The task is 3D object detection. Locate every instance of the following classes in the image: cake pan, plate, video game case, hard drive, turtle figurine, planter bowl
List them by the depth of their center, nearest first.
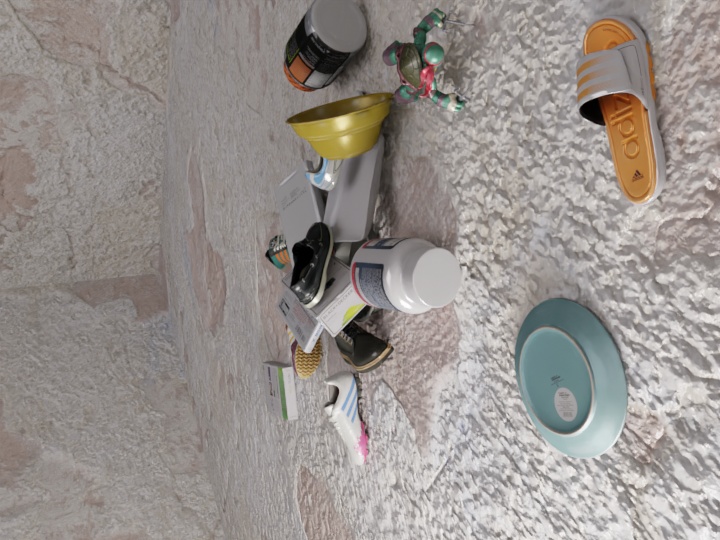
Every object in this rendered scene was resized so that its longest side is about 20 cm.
[{"bbox_3d":[0.254,0.138,0.838,0.199,0.025,0.205,21,113,62],"label":"plate"},{"bbox_3d":[0.098,-0.314,0.991,0.199,0.098,0.154,-163,69,-68],"label":"turtle figurine"},{"bbox_3d":[-0.028,-0.249,1.173,0.200,0.197,0.085,28,136,60],"label":"planter bowl"},{"bbox_3d":[-0.011,-0.150,1.273,0.198,0.032,0.205,0,78,63],"label":"plate"},{"bbox_3d":[0.000,0.000,1.323,0.199,0.036,0.205,26,119,61],"label":"cake pan"},{"bbox_3d":[-0.127,-0.118,1.446,0.131,0.026,0.204,-32,67,42],"label":"hard drive"},{"bbox_3d":[-0.119,0.059,1.529,0.185,0.022,0.200,-62,36,14],"label":"video game case"}]

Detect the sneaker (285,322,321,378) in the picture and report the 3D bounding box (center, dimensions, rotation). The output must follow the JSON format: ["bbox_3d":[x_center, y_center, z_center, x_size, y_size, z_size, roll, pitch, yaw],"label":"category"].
[{"bbox_3d":[-0.145,0.163,1.630,0.090,0.073,0.205,-12,76,62],"label":"sneaker"}]

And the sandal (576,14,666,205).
[{"bbox_3d":[0.269,-0.173,0.697,0.079,0.058,0.212,-29,69,62],"label":"sandal"}]

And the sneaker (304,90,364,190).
[{"bbox_3d":[-0.046,-0.256,1.276,0.203,0.071,0.072,-65,23,7],"label":"sneaker"}]

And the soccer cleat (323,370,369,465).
[{"bbox_3d":[-0.037,0.320,1.417,0.070,0.085,0.205,-16,81,64],"label":"soccer cleat"}]

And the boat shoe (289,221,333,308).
[{"bbox_3d":[-0.102,-0.026,1.257,0.074,0.066,0.203,-29,40,40],"label":"boat shoe"}]

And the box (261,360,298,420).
[{"bbox_3d":[-0.232,0.341,1.892,0.199,0.036,0.148,175,89,-66],"label":"box"}]

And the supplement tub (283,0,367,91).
[{"bbox_3d":[-0.077,-0.437,1.292,0.199,0.120,0.126,-21,77,63],"label":"supplement tub"}]

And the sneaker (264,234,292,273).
[{"bbox_3d":[-0.187,-0.055,1.633,0.200,0.079,0.073,-46,21,58],"label":"sneaker"}]

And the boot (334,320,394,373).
[{"bbox_3d":[-0.024,0.121,1.291,0.140,0.077,0.199,55,156,-13],"label":"boot"}]

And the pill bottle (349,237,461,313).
[{"bbox_3d":[0.073,0.008,1.080,0.199,0.117,0.123,6,101,64],"label":"pill bottle"}]

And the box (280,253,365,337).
[{"bbox_3d":[-0.069,0.035,1.291,0.060,0.117,0.199,51,171,-32],"label":"box"}]
